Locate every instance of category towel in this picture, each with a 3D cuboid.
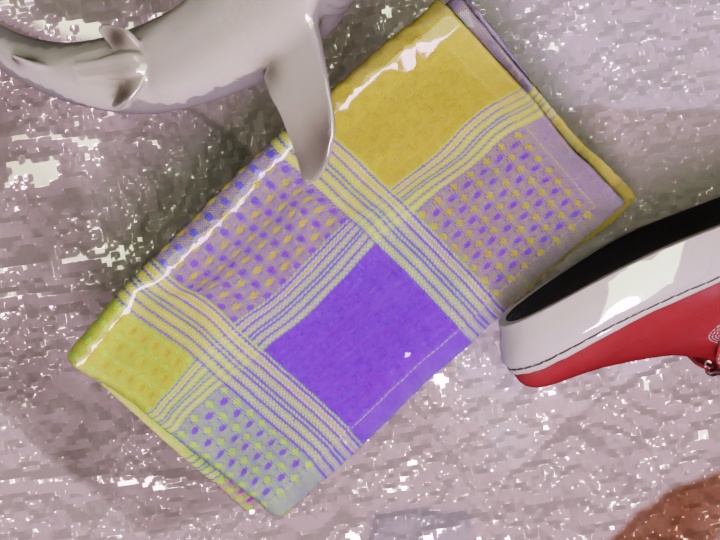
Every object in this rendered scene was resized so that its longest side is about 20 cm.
[{"bbox_3d":[0.000,0.000,0.827,0.200,0.023,0.144,-41,134,3],"label":"towel"}]

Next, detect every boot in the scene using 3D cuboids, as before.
[{"bbox_3d":[0.161,0.041,0.850,0.199,0.072,0.145,-21,99,-8],"label":"boot"}]

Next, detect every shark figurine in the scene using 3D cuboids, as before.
[{"bbox_3d":[-0.064,-0.089,0.794,0.213,0.089,0.129,-9,95,25],"label":"shark figurine"}]
